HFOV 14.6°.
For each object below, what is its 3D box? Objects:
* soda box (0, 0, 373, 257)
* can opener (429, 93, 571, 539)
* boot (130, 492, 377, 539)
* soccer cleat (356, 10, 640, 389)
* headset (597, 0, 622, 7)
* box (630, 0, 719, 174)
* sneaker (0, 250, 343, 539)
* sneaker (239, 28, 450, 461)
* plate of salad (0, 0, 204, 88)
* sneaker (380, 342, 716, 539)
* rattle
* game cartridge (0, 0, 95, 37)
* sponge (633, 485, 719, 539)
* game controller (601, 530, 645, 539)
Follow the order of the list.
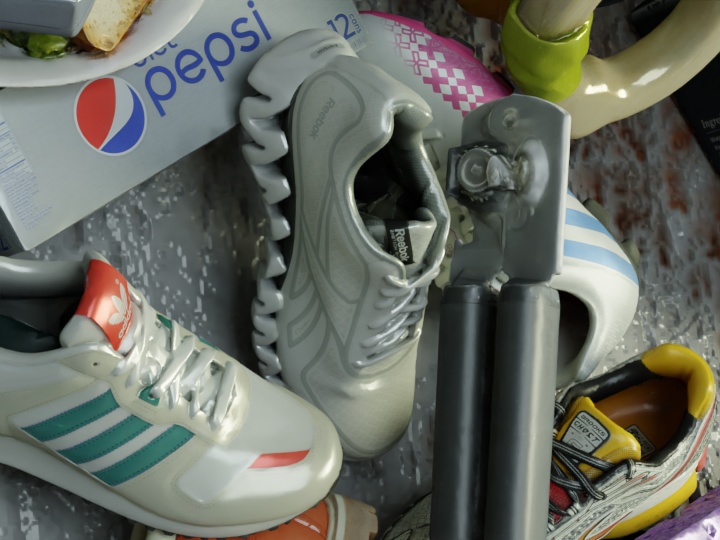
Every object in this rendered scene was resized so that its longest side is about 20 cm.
[{"bbox_3d":[-0.094,-0.074,1.188,0.200,0.068,0.064,-33,99,-31],"label":"soda box"},{"bbox_3d":[0.067,0.025,1.199,0.067,0.053,0.201,14,77,-59],"label":"can opener"},{"bbox_3d":[-0.069,0.177,1.163,0.107,0.075,0.201,20,68,-17],"label":"boot"},{"bbox_3d":[0.051,-0.029,1.263,0.200,0.070,0.087,45,50,-19],"label":"soccer cleat"},{"bbox_3d":[0.093,-0.226,1.344,0.123,0.094,0.201,-8,100,-31],"label":"headset"},{"bbox_3d":[0.252,-0.088,1.382,0.148,0.104,0.201,-38,102,-30],"label":"box"},{"bbox_3d":[-0.094,0.043,1.121,0.199,0.094,0.071,19,53,-9],"label":"sneaker"},{"bbox_3d":[0.000,0.000,1.192,0.075,0.081,0.201,-31,128,-35],"label":"sneaker"},{"bbox_3d":[-0.150,-0.162,1.147,0.199,0.048,0.201,9,56,-13],"label":"plate of salad"},{"bbox_3d":[0.080,0.094,1.242,0.200,0.082,0.078,-36,66,-30],"label":"sneaker"},{"bbox_3d":[0.133,-0.164,1.273,0.200,0.143,0.130,-41,131,3],"label":"rattle"},{"bbox_3d":[-0.153,-0.183,1.109,0.132,0.041,0.201,5,60,-7],"label":"game cartridge"},{"bbox_3d":[0.153,0.167,1.267,0.200,0.030,0.112,-23,101,-46],"label":"sponge"},{"bbox_3d":[0.145,0.203,1.300,0.200,0.042,0.104,49,61,-16],"label":"game controller"}]
